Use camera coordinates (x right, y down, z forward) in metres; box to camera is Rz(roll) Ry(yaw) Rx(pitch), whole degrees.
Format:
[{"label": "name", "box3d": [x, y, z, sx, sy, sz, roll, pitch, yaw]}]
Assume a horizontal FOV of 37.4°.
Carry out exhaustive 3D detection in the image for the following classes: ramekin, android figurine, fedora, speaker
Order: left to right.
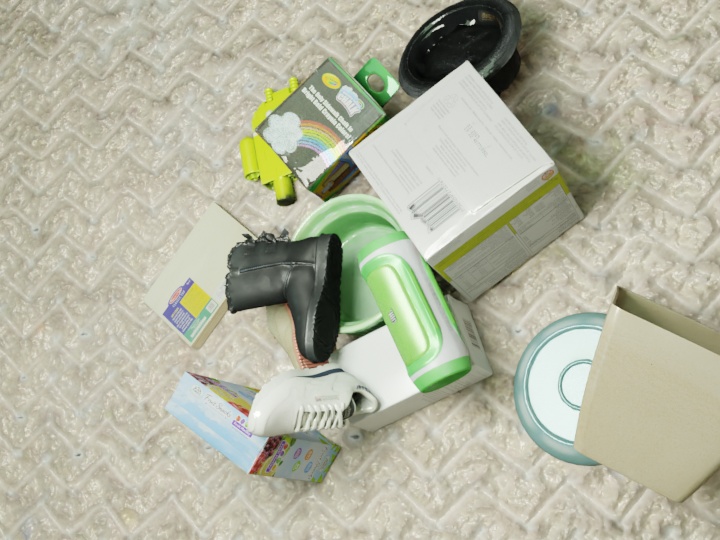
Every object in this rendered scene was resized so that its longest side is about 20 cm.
[{"label": "android figurine", "box3d": [-0.107, -0.206, 1.666, 0.181, 0.041, 0.201, -18, 70, 21]}, {"label": "ramekin", "box3d": [0.000, 0.000, 1.520, 0.199, 0.098, 0.201, -8, 72, 25]}, {"label": "speaker", "box3d": [0.069, 0.053, 1.375, 0.088, 0.088, 0.201, -30, 74, 16]}, {"label": "fedora", "box3d": [0.155, -0.296, 1.519, 0.200, 0.092, 0.201, -24, 46, 27]}]

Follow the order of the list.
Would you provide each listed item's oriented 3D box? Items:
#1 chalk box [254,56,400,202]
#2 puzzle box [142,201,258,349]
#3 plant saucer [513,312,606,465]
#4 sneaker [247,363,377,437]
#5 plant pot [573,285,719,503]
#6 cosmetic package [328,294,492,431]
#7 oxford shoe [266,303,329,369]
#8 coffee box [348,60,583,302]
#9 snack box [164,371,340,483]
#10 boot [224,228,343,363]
[{"label": "chalk box", "box3d": [-0.031, -0.218, 1.549, 0.200, 0.124, 0.125, -42, 79, 3]}, {"label": "puzzle box", "box3d": [-0.245, 0.007, 1.681, 0.133, 0.025, 0.200, 39, 95, 29]}, {"label": "plant saucer", "box3d": [0.290, 0.150, 1.375, 0.199, 0.027, 0.201, -7, 74, 24]}, {"label": "sneaker", "box3d": [-0.061, 0.173, 1.360, 0.080, 0.200, 0.077, 33, 120, 29]}, {"label": "plant pot", "box3d": [0.351, 0.149, 1.239, 0.199, 0.200, 0.178, 25, 102, 11]}, {"label": "cosmetic package", "box3d": [0.066, 0.130, 1.462, 0.199, 0.081, 0.113, -27, 65, 19]}, {"label": "oxford shoe", "box3d": [-0.093, 0.093, 1.570, 0.074, 0.071, 0.201, -37, 61, 41]}, {"label": "coffee box", "box3d": [0.146, -0.114, 1.420, 0.200, 0.198, 0.200, -38, 62, 8]}, {"label": "snack box", "box3d": [-0.146, 0.218, 1.472, 0.168, 0.200, 0.068, 31, 90, 29]}, {"label": "boot", "box3d": [-0.111, 0.036, 1.467, 0.162, 0.073, 0.199, -5, 67, 23]}]
